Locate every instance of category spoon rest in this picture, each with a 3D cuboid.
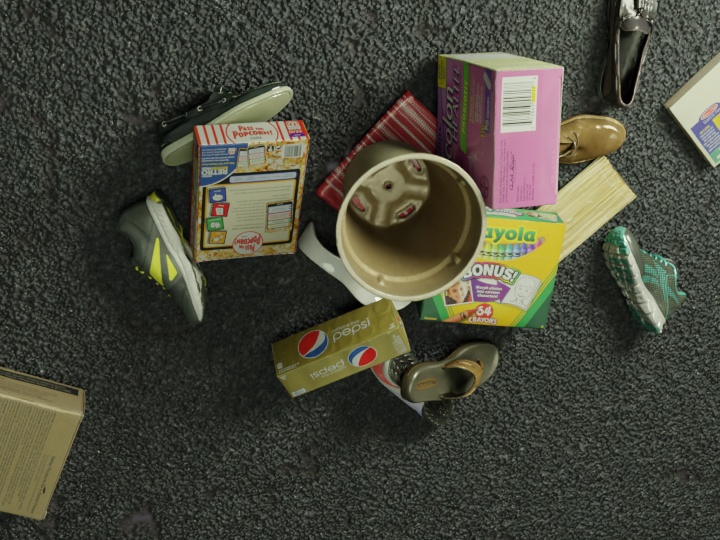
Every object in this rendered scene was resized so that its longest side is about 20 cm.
[{"bbox_3d":[0.000,0.000,1.508,0.198,0.061,0.100,26,116,-19],"label":"spoon rest"}]

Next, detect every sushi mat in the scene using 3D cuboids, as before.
[{"bbox_3d":[0.321,-0.081,1.565,0.200,0.012,0.096,-41,116,8],"label":"sushi mat"}]

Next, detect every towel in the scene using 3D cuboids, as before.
[{"bbox_3d":[0.048,-0.141,1.478,0.144,0.023,0.200,39,101,-24],"label":"towel"}]

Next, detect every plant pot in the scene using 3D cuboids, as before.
[{"bbox_3d":[0.053,-0.089,1.386,0.197,0.184,0.203,-4,114,-8],"label":"plant pot"}]

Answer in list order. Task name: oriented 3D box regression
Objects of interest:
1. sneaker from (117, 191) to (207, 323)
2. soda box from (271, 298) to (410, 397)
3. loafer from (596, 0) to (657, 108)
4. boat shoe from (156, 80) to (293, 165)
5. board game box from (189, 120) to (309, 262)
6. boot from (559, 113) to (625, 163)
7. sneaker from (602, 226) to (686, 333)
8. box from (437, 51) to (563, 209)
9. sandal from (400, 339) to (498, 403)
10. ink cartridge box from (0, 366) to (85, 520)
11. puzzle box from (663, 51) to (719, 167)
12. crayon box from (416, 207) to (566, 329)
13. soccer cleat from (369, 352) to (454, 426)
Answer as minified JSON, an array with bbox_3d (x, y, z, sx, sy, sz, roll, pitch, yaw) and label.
[{"bbox_3d":[-0.279,-0.012,1.450,0.084,0.075,0.202,-18,108,4],"label":"sneaker"},{"bbox_3d":[-0.030,0.115,1.532,0.198,0.068,0.064,-22,136,6],"label":"soda box"},{"bbox_3d":[0.385,-0.328,1.438,0.071,0.063,0.203,1,114,-12],"label":"loafer"},{"bbox_3d":[-0.188,-0.215,1.375,0.198,0.074,0.067,-29,74,10],"label":"boat shoe"},{"bbox_3d":[-0.155,-0.106,1.396,0.149,0.047,0.202,-5,133,-18],"label":"board game box"},{"bbox_3d":[0.300,-0.182,1.482,0.197,0.076,0.075,-5,113,-10],"label":"boot"},{"bbox_3d":[0.450,0.000,1.606,0.091,0.077,0.201,-38,120,-10],"label":"sneaker"},{"bbox_3d":[0.181,-0.193,1.367,0.095,0.200,0.178,-6,109,-15],"label":"box"},{"bbox_3d":[0.148,0.163,1.580,0.198,0.054,0.083,-8,108,-39],"label":"sandal"},{"bbox_3d":[-0.518,0.254,1.512,0.163,0.075,0.202,19,108,-20],"label":"ink cartridge box"},{"bbox_3d":[0.565,-0.269,1.523,0.200,0.025,0.133,-42,115,9],"label":"puzzle box"},{"bbox_3d":[0.194,-0.007,1.537,0.197,0.058,0.175,4,114,-6],"label":"crayon box"},{"bbox_3d":[0.080,0.180,1.614,0.200,0.073,0.069,45,69,-41],"label":"soccer cleat"}]
